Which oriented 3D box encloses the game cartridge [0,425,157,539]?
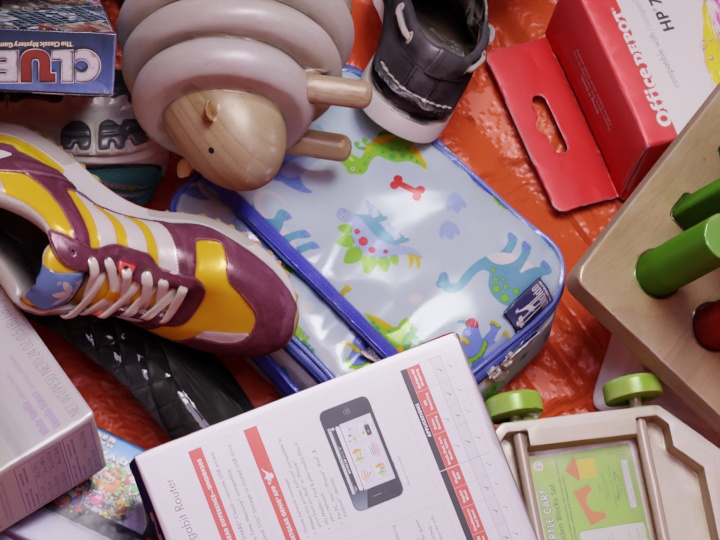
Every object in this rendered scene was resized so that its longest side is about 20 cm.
[{"bbox_3d":[-0.144,0.146,1.550,0.199,0.038,0.130,25,67,3],"label":"game cartridge"}]

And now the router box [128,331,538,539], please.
[{"bbox_3d":[0.000,0.155,1.510,0.179,0.049,0.201,-20,84,-10],"label":"router box"}]

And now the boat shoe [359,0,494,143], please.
[{"bbox_3d":[0.042,-0.145,1.666,0.074,0.060,0.200,30,31,-6],"label":"boat shoe"}]

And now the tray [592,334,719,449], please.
[{"bbox_3d":[0.237,0.061,1.663,0.199,0.022,0.108,20,63,0],"label":"tray"}]

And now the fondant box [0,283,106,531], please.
[{"bbox_3d":[-0.251,0.086,1.523,0.200,0.058,0.144,-32,62,-14],"label":"fondant box"}]

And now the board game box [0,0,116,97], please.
[{"bbox_3d":[-0.204,-0.128,1.595,0.135,0.200,0.035,1,103,-9],"label":"board game box"}]

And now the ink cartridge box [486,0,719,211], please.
[{"bbox_3d":[0.187,-0.118,1.716,0.199,0.067,0.117,-17,68,-18],"label":"ink cartridge box"}]

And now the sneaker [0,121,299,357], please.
[{"bbox_3d":[-0.130,0.002,1.533,0.199,0.075,0.090,25,33,1],"label":"sneaker"}]

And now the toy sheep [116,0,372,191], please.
[{"bbox_3d":[-0.063,-0.129,1.575,0.137,0.138,0.201,4,55,-8],"label":"toy sheep"}]

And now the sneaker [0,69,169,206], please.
[{"bbox_3d":[-0.203,-0.061,1.616,0.199,0.080,0.078,4,50,-2],"label":"sneaker"}]

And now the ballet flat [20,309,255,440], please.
[{"bbox_3d":[-0.121,0.051,1.599,0.200,0.066,0.057,43,109,12],"label":"ballet flat"}]

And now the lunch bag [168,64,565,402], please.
[{"bbox_3d":[0.000,0.000,1.621,0.161,0.083,0.200,-39,74,-21],"label":"lunch bag"}]

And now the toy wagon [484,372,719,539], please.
[{"bbox_3d":[0.104,0.140,1.582,0.199,0.040,0.156,-7,74,-12],"label":"toy wagon"}]

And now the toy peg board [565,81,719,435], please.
[{"bbox_3d":[0.253,-0.006,1.602,0.199,0.098,0.200,43,65,-6],"label":"toy peg board"}]
